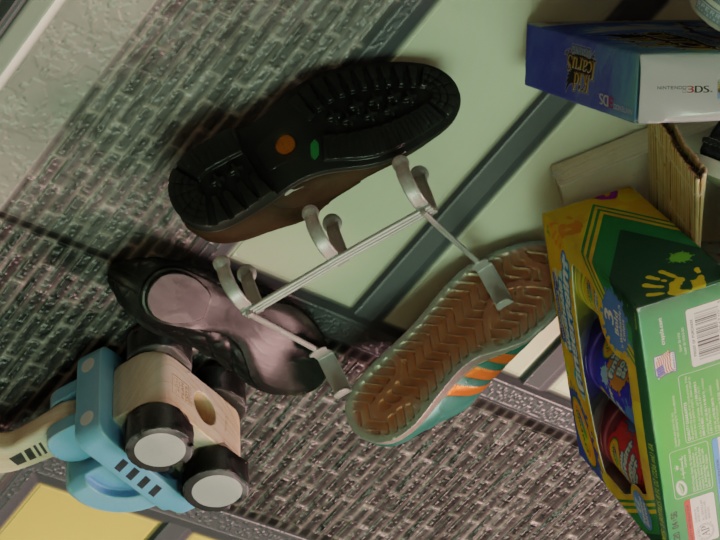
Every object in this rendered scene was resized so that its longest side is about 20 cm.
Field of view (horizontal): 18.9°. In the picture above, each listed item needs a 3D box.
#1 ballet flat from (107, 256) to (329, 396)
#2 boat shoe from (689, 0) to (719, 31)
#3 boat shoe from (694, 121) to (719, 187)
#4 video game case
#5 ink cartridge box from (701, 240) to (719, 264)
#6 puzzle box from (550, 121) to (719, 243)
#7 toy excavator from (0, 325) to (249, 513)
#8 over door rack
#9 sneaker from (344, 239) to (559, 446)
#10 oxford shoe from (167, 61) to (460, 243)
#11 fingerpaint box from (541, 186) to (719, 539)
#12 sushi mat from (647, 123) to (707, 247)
[{"bbox_3d":[-0.092,0.034,1.515,0.200,0.057,0.067,31,90,-42],"label":"ballet flat"},{"bbox_3d":[0.269,-0.198,1.322,0.201,0.070,0.072,-34,158,-51],"label":"boat shoe"},{"bbox_3d":[0.301,-0.070,1.480,0.199,0.074,0.066,18,95,-39],"label":"boat shoe"},{"bbox_3d":[0.219,-0.127,1.351,0.180,0.200,0.046,-3,102,-15],"label":"video game case"},{"bbox_3d":[0.306,0.047,1.497,0.128,0.200,0.126,-1,97,-9],"label":"ink cartridge box"},{"bbox_3d":[0.243,-0.058,1.537,0.199,0.025,0.133,-21,135,3],"label":"puzzle box"},{"bbox_3d":[-0.202,0.118,1.526,0.199,0.100,0.194,-29,133,22],"label":"toy excavator"},{"bbox_3d":[0.000,0.000,1.455,0.147,0.067,0.200,-29,151,9],"label":"over door rack"},{"bbox_3d":[0.075,0.052,1.567,0.200,0.071,0.080,-39,167,4],"label":"sneaker"},{"bbox_3d":[-0.028,-0.077,1.419,0.199,0.073,0.084,-22,160,-1],"label":"oxford shoe"},{"bbox_3d":[0.195,0.069,1.465,0.073,0.167,0.201,-17,117,-11],"label":"fingerpaint box"},{"bbox_3d":[0.214,-0.018,1.480,0.012,0.096,0.201,-15,134,-8],"label":"sushi mat"}]
